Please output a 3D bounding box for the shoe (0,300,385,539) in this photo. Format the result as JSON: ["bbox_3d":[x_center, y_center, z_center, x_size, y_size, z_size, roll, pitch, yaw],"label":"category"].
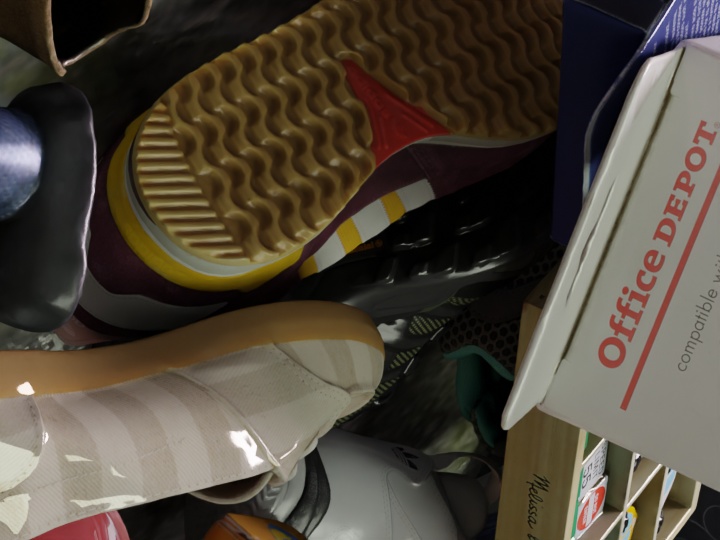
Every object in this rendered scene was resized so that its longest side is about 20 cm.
[{"bbox_3d":[-0.060,0.044,0.638,0.070,0.053,0.200,-18,172,36],"label":"shoe"}]

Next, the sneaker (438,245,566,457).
[{"bbox_3d":[0.067,0.033,0.912,0.091,0.078,0.200,-67,154,-19],"label":"sneaker"}]

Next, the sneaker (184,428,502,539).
[{"bbox_3d":[-0.017,0.145,0.909,0.115,0.075,0.200,7,114,-21],"label":"sneaker"}]

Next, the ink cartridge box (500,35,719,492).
[{"bbox_3d":[0.118,-0.006,0.718,0.200,0.067,0.117,-18,130,-65],"label":"ink cartridge box"}]

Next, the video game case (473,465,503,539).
[{"bbox_3d":[0.048,0.151,0.947,0.143,0.200,0.018,-27,120,-1],"label":"video game case"}]

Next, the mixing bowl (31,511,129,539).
[{"bbox_3d":[-0.144,0.152,0.699,0.200,0.108,0.200,-16,140,-14],"label":"mixing bowl"}]

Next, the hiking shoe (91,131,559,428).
[{"bbox_3d":[0.000,0.000,0.807,0.200,0.076,0.101,-30,165,-11],"label":"hiking shoe"}]

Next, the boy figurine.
[{"bbox_3d":[-0.147,-0.027,0.484,0.124,0.064,0.200,-7,169,44],"label":"boy figurine"}]

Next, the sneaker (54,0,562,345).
[{"bbox_3d":[-0.014,-0.038,0.723,0.200,0.075,0.090,-25,173,-43],"label":"sneaker"}]

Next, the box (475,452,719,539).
[{"bbox_3d":[0.147,0.064,1.050,0.106,0.122,0.200,-26,150,-40],"label":"box"}]

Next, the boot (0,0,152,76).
[{"bbox_3d":[-0.069,-0.120,0.485,0.074,0.075,0.200,-32,152,-23],"label":"boot"}]

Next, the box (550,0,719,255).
[{"bbox_3d":[0.102,-0.085,0.729,0.200,0.032,0.121,-56,160,-27],"label":"box"}]

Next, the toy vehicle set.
[{"bbox_3d":[0.092,0.052,0.860,0.124,0.026,0.200,-46,151,-38],"label":"toy vehicle set"}]

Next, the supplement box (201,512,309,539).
[{"bbox_3d":[-0.068,0.180,0.812,0.200,0.067,0.069,-55,156,8],"label":"supplement box"}]
